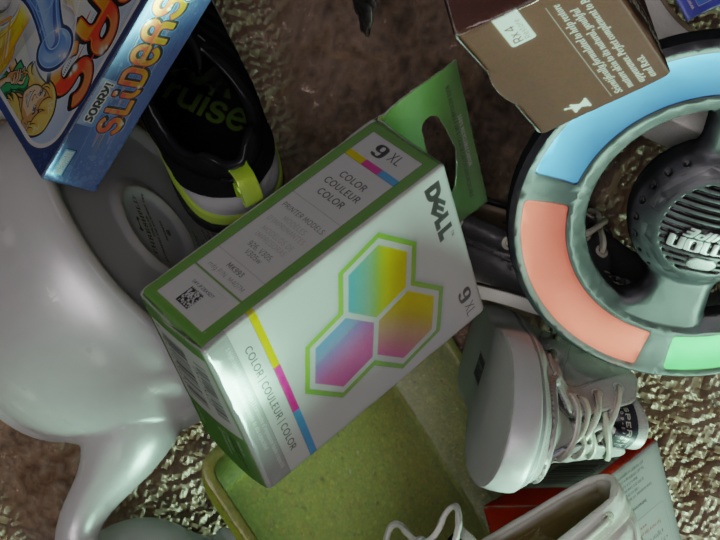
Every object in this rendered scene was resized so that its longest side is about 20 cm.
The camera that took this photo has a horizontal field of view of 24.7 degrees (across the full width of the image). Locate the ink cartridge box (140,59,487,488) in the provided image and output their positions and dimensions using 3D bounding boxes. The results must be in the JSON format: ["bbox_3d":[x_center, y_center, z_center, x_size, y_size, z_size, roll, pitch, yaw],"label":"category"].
[{"bbox_3d":[0.000,0.000,0.799,0.200,0.059,0.104,-38,137,-18],"label":"ink cartridge box"}]

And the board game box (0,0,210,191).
[{"bbox_3d":[-0.115,-0.158,0.777,0.201,0.034,0.136,-55,49,21],"label":"board game box"}]

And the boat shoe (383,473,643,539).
[{"bbox_3d":[0.047,0.151,0.792,0.201,0.075,0.087,-22,109,-14],"label":"boat shoe"}]

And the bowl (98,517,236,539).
[{"bbox_3d":[-0.081,0.208,0.910,0.090,0.201,0.202,-37,97,-17],"label":"bowl"}]

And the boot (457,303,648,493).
[{"bbox_3d":[0.106,0.069,0.852,0.095,0.200,0.074,16,105,-3],"label":"boot"}]

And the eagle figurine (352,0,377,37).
[{"bbox_3d":[-0.039,-0.234,0.845,0.150,0.152,0.201,15,96,-20],"label":"eagle figurine"}]

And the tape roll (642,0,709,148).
[{"bbox_3d":[0.185,-0.158,0.845,0.201,0.037,0.204,3,80,-15],"label":"tape roll"}]

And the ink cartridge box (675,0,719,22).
[{"bbox_3d":[0.220,-0.217,0.794,0.199,0.042,0.120,-27,91,-4],"label":"ink cartridge box"}]

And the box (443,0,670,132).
[{"bbox_3d":[0.070,-0.177,0.758,0.075,0.100,0.201,-22,60,19],"label":"box"}]

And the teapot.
[{"bbox_3d":[-0.158,0.015,0.874,0.146,0.200,0.197,-36,109,21],"label":"teapot"}]

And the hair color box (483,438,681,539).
[{"bbox_3d":[0.141,0.205,0.918,0.061,0.101,0.201,-8,101,41],"label":"hair color box"}]

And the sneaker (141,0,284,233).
[{"bbox_3d":[-0.092,-0.112,0.822,0.071,0.083,0.201,-29,71,-11],"label":"sneaker"}]

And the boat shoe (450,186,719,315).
[{"bbox_3d":[0.103,-0.010,0.905,0.199,0.074,0.061,11,106,10],"label":"boat shoe"}]

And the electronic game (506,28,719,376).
[{"bbox_3d":[0.171,-0.028,0.810,0.198,0.042,0.201,-1,126,-1],"label":"electronic game"}]

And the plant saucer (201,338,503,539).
[{"bbox_3d":[0.014,0.139,0.899,0.048,0.200,0.201,-26,100,45],"label":"plant saucer"}]
